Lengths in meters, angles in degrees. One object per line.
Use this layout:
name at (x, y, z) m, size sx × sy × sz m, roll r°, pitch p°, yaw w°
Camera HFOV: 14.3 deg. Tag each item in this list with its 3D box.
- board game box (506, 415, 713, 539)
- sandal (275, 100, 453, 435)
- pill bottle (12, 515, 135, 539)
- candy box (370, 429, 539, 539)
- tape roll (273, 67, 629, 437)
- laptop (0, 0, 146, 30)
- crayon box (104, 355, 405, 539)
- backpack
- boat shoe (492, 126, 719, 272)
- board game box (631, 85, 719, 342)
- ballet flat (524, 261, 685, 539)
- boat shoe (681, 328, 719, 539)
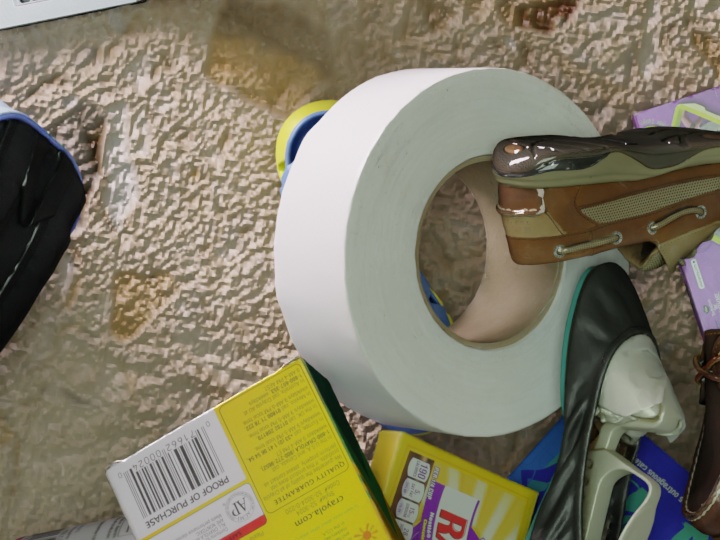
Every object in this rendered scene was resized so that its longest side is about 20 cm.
board game box at (0.118, 0.189, 1.597) m, size 0.152 × 0.045 × 0.200 m, roll 40°, pitch 86°, yaw 28°
sandal at (0.000, 0.000, 1.625) m, size 0.079 × 0.087 × 0.201 m, roll -23°, pitch 89°, yaw 2°
pill bottle at (-0.100, 0.189, 1.600) m, size 0.199 × 0.113 × 0.114 m, roll -13°, pitch 88°, yaw 15°
candy box at (0.028, 0.197, 1.546) m, size 0.102 × 0.026 × 0.201 m, roll 25°, pitch 73°, yaw -33°
tape roll at (0.053, -0.011, 1.574) m, size 0.201 × 0.071 × 0.204 m, roll -2°, pitch 93°, yaw -36°
laptop at (-0.172, -0.245, 1.626) m, size 0.199 × 0.116 × 0.189 m, roll -10°, pitch 88°, yaw 4°
crayon box at (-0.037, 0.164, 1.498) m, size 0.126 × 0.051 × 0.201 m, roll -29°, pitch 66°, yaw 7°
backpack at (-0.266, -0.021, 1.600) m, size 0.147 × 0.183 × 0.200 m, roll 34°, pitch 82°, yaw 24°
boat shoe at (0.157, -0.038, 1.567) m, size 0.199 × 0.076 × 0.074 m, roll -4°, pitch 100°, yaw -28°
board game box at (0.241, -0.012, 1.636) m, size 0.119 × 0.032 × 0.201 m, roll -17°, pitch 87°, yaw 0°
ballet flat at (0.139, 0.097, 1.556) m, size 0.068 × 0.068 × 0.201 m, roll 8°, pitch 85°, yaw 36°
boat shoe at (0.215, 0.047, 1.552) m, size 0.070 × 0.070 × 0.201 m, roll 29°, pitch 76°, yaw -18°
